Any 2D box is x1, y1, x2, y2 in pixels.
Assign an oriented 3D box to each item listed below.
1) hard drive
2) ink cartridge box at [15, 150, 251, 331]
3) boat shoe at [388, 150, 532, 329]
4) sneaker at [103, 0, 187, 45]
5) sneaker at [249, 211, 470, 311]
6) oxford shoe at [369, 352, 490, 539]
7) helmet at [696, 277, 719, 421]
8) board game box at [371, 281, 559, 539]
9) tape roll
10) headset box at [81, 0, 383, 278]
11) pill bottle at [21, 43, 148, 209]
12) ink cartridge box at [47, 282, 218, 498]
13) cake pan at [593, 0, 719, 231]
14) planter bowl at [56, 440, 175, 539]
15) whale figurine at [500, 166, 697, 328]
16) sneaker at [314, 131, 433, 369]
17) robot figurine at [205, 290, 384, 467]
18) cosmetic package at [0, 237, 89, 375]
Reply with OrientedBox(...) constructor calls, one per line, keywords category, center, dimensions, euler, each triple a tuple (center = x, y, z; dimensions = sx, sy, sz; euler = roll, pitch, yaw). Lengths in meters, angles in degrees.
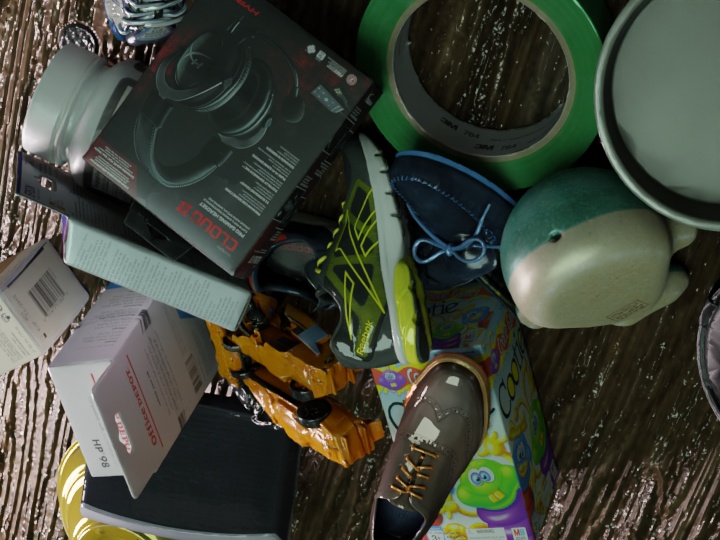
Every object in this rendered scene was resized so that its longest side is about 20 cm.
OrientedBox(category="hard drive", center=(-0.155, 0.177, 1.715), dimensions=(0.198, 0.042, 0.136), euler=(7, 87, 12))
OrientedBox(category="ink cartridge box", center=(-0.192, -0.025, 1.528), dimensions=(0.198, 0.196, 0.044), euler=(22, 98, -13))
OrientedBox(category="boat shoe", center=(0.096, -0.021, 1.480), dimensions=(0.199, 0.069, 0.084), euler=(35, 161, -28))
OrientedBox(category="sneaker", center=(-0.151, -0.214, 1.426), dimensions=(0.076, 0.200, 0.086), euler=(-3, 89, -17))
OrientedBox(category="sneaker", center=(0.000, 0.000, 1.564), dimensions=(0.198, 0.085, 0.076), euler=(0, 121, 19))
OrientedBox(category="oxford shoe", center=(0.054, 0.155, 1.520), dimensions=(0.071, 0.073, 0.201), euler=(20, 126, 7))
OrientedBox(category="helmet", center=(0.366, 0.055, 1.406), dimensions=(0.199, 0.190, 0.202), euler=(22, 120, 47))
OrientedBox(category="board game box", center=(0.089, 0.122, 1.598), dimensions=(0.104, 0.103, 0.201), euler=(-5, 119, 22))
OrientedBox(category="tape roll", center=(0.097, -0.159, 1.452), dimensions=(0.198, 0.048, 0.202), euler=(9, 124, 14))
OrientedBox(category="headset box", center=(-0.101, -0.102, 1.438), dimensions=(0.148, 0.077, 0.201), euler=(38, 92, 6))
OrientedBox(category="pill bottle", center=(-0.166, -0.102, 1.541), dimensions=(0.199, 0.114, 0.114), euler=(24, 126, 4))
OrientedBox(category="ink cartridge box", center=(-0.198, 0.093, 1.621), dimensions=(0.066, 0.200, 0.117), euler=(-6, 119, 23))
OrientedBox(category="cake pan", center=(0.267, -0.130, 1.376), dimensions=(0.198, 0.037, 0.202), euler=(1, 102, 3))
OrientedBox(category="planter bowl", center=(-0.212, 0.252, 1.798), dimensions=(0.198, 0.084, 0.202), euler=(9, 123, 13))
OrientedBox(category="whale figurine", center=(0.183, -0.015, 1.459), dimensions=(0.158, 0.200, 0.104), euler=(-32, 65, 20))
OrientedBox(category="sneaker", center=(-0.001, -0.015, 1.498), dimensions=(0.084, 0.202, 0.075), euler=(-14, 156, 8))
OrientedBox(category="robot figurine", center=(-0.063, 0.083, 1.608), dimensions=(0.200, 0.058, 0.146), euler=(30, 140, 49))
OrientedBox(category="cosmetic package", center=(-0.353, 0.057, 1.714), dimensions=(0.199, 0.105, 0.071), euler=(-25, 109, 29))
